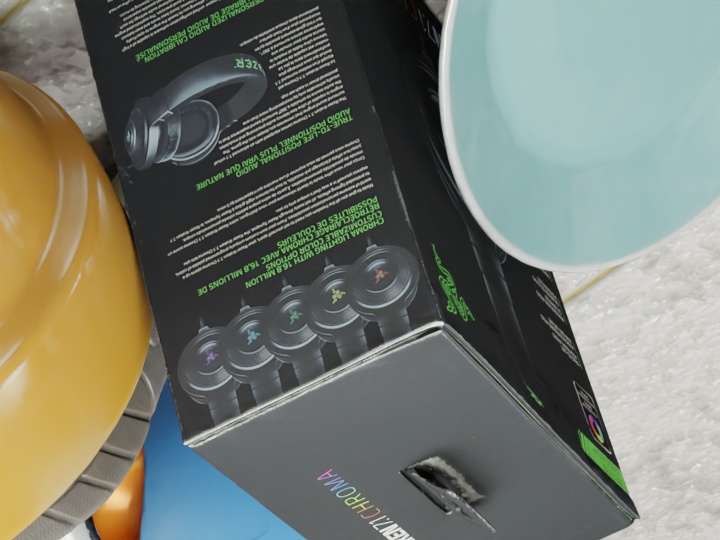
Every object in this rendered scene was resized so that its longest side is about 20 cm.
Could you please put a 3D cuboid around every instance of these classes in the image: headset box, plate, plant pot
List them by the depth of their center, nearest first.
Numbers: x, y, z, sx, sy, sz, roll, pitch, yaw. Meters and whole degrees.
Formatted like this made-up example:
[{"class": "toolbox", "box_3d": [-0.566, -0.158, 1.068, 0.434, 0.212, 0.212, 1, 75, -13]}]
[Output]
[{"class": "plant pot", "box_3d": [-0.185, -0.026, 0.868, 0.199, 0.201, 0.184, -20, 132, 4]}, {"class": "plate", "box_3d": [0.092, -0.096, 0.953, 0.200, 0.026, 0.201, -24, 128, -35]}, {"class": "headset box", "box_3d": [0.000, 0.000, 0.962, 0.092, 0.201, 0.174, -25, 146, 14]}]

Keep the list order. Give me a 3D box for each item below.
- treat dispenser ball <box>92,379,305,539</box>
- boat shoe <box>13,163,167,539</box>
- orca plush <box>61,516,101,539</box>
[{"class": "treat dispenser ball", "box_3d": [-0.021, 0.121, 1.131, 0.200, 0.202, 0.201, -12, 147, -8]}, {"class": "boat shoe", "box_3d": [-0.111, 0.034, 0.991, 0.073, 0.200, 0.075, -11, 117, 38]}, {"class": "orca plush", "box_3d": [-0.173, 0.064, 1.063, 0.199, 0.071, 0.106, 26, 95, -4]}]
